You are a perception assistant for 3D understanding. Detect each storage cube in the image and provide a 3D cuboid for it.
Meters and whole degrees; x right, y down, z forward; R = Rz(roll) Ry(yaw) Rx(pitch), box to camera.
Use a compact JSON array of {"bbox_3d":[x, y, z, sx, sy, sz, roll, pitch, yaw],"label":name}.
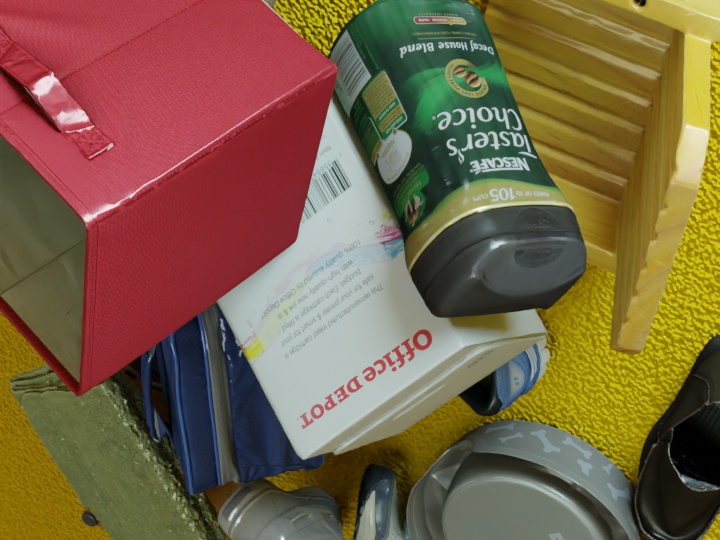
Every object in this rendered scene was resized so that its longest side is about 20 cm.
[{"bbox_3d":[-0.143,-0.074,0.916,0.171,0.179,0.201,44,150,18],"label":"storage cube"}]

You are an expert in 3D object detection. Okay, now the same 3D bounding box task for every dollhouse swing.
[{"bbox_3d":[0.128,-0.079,0.972,0.180,0.176,0.202,23,133,13],"label":"dollhouse swing"}]

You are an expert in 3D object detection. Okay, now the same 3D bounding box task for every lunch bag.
[{"bbox_3d":[-0.105,0.074,1.224,0.131,0.136,0.202,-9,126,-11],"label":"lunch bag"}]

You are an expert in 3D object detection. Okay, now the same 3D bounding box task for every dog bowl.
[{"bbox_3d":[0.137,0.205,1.262,0.198,0.059,0.202,16,130,19],"label":"dog bowl"}]

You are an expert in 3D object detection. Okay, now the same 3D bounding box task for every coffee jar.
[{"bbox_3d":[0.058,-0.067,0.965,0.085,0.103,0.202,-50,53,46],"label":"coffee jar"}]

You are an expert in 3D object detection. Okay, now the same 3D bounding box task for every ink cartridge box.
[{"bbox_3d":[0.000,0.000,1.061,0.145,0.144,0.202,-35,74,25],"label":"ink cartridge box"}]

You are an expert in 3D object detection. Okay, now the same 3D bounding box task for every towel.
[{"bbox_3d":[-0.200,0.156,1.319,0.147,0.036,0.201,-11,116,47],"label":"towel"}]

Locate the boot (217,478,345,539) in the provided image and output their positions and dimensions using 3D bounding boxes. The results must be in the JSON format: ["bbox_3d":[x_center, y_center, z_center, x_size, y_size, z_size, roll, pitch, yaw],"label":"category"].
[{"bbox_3d":[-0.042,0.230,1.303,0.095,0.200,0.074,42,95,23],"label":"boot"}]

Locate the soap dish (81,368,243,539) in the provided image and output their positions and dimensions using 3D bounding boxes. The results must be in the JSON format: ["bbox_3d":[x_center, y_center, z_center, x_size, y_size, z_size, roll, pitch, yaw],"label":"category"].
[{"bbox_3d":[-0.177,0.165,1.404,0.156,0.081,0.202,20,133,18],"label":"soap dish"}]

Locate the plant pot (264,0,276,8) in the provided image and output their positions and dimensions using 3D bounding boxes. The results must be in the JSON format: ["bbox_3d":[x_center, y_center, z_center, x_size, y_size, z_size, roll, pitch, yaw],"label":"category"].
[{"bbox_3d":[-0.111,-0.240,0.967,0.199,0.093,0.202,27,143,23],"label":"plant pot"}]

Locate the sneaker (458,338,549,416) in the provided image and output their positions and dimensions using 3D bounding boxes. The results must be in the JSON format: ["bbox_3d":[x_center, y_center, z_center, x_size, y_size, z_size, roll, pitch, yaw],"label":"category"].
[{"bbox_3d":[0.048,0.025,1.157,0.200,0.089,0.079,43,134,2],"label":"sneaker"}]

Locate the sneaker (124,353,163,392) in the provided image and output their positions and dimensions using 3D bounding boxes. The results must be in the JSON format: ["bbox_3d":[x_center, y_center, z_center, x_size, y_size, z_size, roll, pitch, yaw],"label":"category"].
[{"bbox_3d":[-0.183,0.010,1.298,0.199,0.076,0.116,37,130,1],"label":"sneaker"}]

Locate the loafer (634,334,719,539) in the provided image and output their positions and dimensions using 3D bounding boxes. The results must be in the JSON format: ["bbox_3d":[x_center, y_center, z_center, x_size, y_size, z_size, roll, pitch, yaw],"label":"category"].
[{"bbox_3d":[0.236,0.134,1.139,0.072,0.071,0.202,22,132,15],"label":"loafer"}]

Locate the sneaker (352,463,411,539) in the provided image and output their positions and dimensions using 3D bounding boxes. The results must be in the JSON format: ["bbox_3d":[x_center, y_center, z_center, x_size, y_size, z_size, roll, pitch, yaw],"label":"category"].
[{"bbox_3d":[0.043,0.242,1.351,0.085,0.078,0.202,-2,127,11],"label":"sneaker"}]
